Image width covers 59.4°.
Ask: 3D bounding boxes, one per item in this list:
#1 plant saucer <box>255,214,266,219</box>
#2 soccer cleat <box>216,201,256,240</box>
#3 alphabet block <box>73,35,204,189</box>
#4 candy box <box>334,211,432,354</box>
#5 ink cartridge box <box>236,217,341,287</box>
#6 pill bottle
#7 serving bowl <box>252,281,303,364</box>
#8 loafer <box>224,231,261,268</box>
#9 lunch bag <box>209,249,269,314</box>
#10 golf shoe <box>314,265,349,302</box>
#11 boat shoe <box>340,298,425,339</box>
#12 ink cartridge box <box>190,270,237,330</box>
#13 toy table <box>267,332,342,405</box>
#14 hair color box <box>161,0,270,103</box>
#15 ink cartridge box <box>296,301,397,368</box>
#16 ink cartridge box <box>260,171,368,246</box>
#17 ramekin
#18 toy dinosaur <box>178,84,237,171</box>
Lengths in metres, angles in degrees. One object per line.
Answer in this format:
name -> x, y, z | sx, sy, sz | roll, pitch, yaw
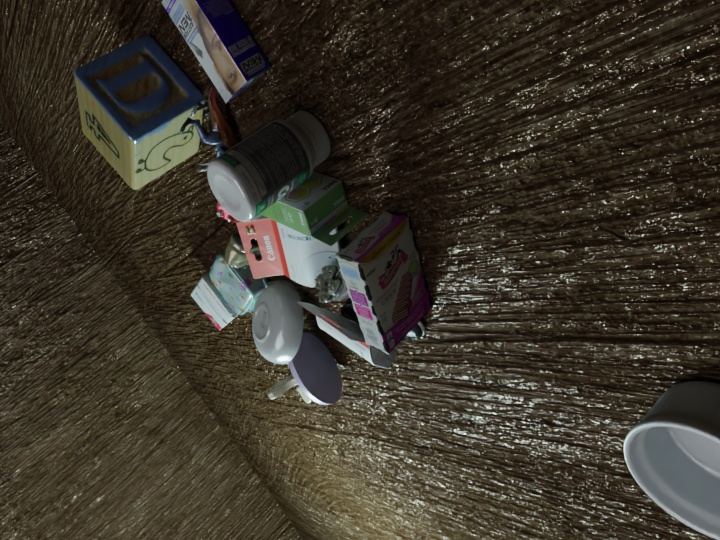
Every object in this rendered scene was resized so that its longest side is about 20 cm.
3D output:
plant saucer -> -0.162, -0.078, 1.305 | 0.197, 0.050, 0.203 | 20, 136, 21
soccer cleat -> -0.230, -0.111, 1.415 | 0.198, 0.077, 0.067 | 31, 129, -1
alphabet block -> -0.470, -0.335, 1.351 | 0.197, 0.195, 0.200 | 49, 152, 6
candy box -> 0.046, 0.022, 1.088 | 0.060, 0.136, 0.202 | 16, 138, 42
ink cartridge box -> -0.134, -0.034, 1.250 | 0.196, 0.048, 0.162 | -6, 135, 2
pill bottle -> -0.150, -0.181, 1.063 | 0.112, 0.199, 0.114 | 34, 148, 25
serving bowl -> -0.215, 0.126, 1.543 | 0.199, 0.065, 0.204 | -10, 78, 53
loafer -> -0.268, -0.047, 1.440 | 0.075, 0.069, 0.200 | 39, -174, 4
lunch bag -> -0.322, 0.029, 1.682 | 0.161, 0.077, 0.200 | 48, 151, 1
golf shoe -> 0.000, 0.000, 1.211 | 0.199, 0.096, 0.080 | -31, 62, 42
boat shoe -> 0.041, 0.097, 1.258 | 0.198, 0.062, 0.076 | 25, 141, 38
ink cartridge box -> -0.411, 0.079, 1.858 | 0.146, 0.083, 0.200 | 52, 151, -3
toy table -> -0.147, 0.259, 1.616 | 0.116, 0.183, 0.203 | -20, 97, 43
hair color box -> -0.250, -0.407, 1.088 | 0.202, 0.065, 0.109 | 56, 150, -13
ink cartridge box -> -0.033, 0.135, 1.302 | 0.159, 0.048, 0.199 | 31, -177, 33
ink cartridge box -> -0.093, -0.125, 1.148 | 0.198, 0.104, 0.060 | 25, 144, 38
ramekin -> 0.451, 0.239, 0.802 | 0.199, 0.097, 0.202 | 36, 149, 25
toy dinosaur -> -0.280, -0.252, 1.291 | 0.180, 0.106, 0.199 | 36, 140, -23
